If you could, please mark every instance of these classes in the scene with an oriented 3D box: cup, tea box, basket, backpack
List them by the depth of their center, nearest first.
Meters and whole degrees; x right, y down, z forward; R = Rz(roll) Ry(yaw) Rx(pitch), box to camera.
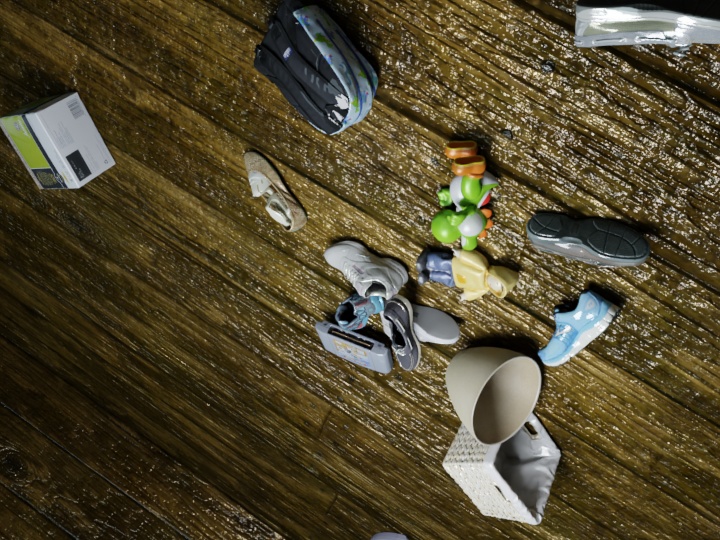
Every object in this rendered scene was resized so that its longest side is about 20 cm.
[{"bbox_3d":[-0.066,-0.332,0.964,0.202,0.152,0.163,57,138,11],"label":"backpack"},{"bbox_3d":[0.262,0.243,1.209,0.143,0.199,0.203,30,147,51],"label":"cup"},{"bbox_3d":[0.325,0.435,1.306,0.160,0.201,0.199,-23,111,47],"label":"basket"},{"bbox_3d":[-0.780,-0.330,1.464,0.194,0.134,0.203,5,128,31],"label":"tea box"}]

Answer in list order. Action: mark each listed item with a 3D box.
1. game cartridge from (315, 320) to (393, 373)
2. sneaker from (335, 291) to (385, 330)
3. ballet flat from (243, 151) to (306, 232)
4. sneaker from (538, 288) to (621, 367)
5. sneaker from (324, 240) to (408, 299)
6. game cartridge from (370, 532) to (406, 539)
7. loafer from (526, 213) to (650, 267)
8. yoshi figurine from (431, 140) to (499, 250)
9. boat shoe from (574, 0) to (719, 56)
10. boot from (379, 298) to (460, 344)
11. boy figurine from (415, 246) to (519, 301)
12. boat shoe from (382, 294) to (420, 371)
[{"bbox_3d":[-0.014,0.195,1.429,0.197,0.042,0.134,19,149,20],"label":"game cartridge"},{"bbox_3d":[-0.025,0.091,1.305,0.080,0.094,0.200,65,150,13],"label":"sneaker"},{"bbox_3d":[-0.194,-0.167,1.242,0.201,0.065,0.070,49,138,-12],"label":"ballet flat"},{"bbox_3d":[0.397,0.104,1.075,0.090,0.078,0.201,48,138,18],"label":"sneaker"},{"bbox_3d":[0.000,0.000,1.227,0.197,0.100,0.076,20,138,21],"label":"sneaker"},{"bbox_3d":[0.128,1.012,2.078,0.134,0.041,0.199,47,138,-15],"label":"game cartridge"},{"bbox_3d":[0.378,-0.046,0.954,0.197,0.073,0.063,19,156,30],"label":"loafer"},{"bbox_3d":[0.168,-0.119,1.007,0.111,0.112,0.202,27,142,35],"label":"yoshi figurine"},{"bbox_3d":[0.371,-0.308,0.717,0.199,0.075,0.065,17,141,28],"label":"boat shoe"},{"bbox_3d":[0.134,0.133,1.281,0.198,0.074,0.097,23,143,29],"label":"boot"},{"bbox_3d":[0.210,0.013,1.117,0.197,0.064,0.126,14,131,29],"label":"boy figurine"},{"bbox_3d":[0.082,0.149,1.231,0.072,0.063,0.203,17,133,35],"label":"boat shoe"}]
